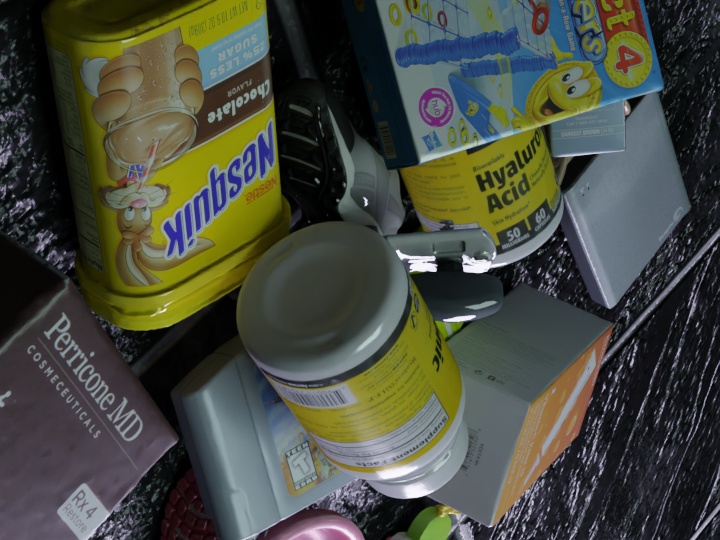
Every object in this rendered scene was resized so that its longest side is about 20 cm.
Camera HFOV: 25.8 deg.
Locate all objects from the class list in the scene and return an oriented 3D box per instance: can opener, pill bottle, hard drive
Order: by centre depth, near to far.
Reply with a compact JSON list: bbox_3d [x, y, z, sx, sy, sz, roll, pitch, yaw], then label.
[{"bbox_3d":[0.005,0.068,1.034,0.111,0.111,0.200,-49,142,-16],"label":"pill bottle"},{"bbox_3d":[0.000,0.000,1.095,0.053,0.198,0.067,83,7,-55],"label":"can opener"},{"bbox_3d":[0.073,-0.108,1.152,0.111,0.111,0.201,-43,129,-23],"label":"pill bottle"},{"bbox_3d":[0.244,-0.071,1.472,0.140,0.033,0.200,-51,144,-14],"label":"hard drive"}]

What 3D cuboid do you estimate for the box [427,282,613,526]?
[{"bbox_3d":[0.127,0.111,1.358,0.200,0.097,0.125,-33,142,-56],"label":"box"}]

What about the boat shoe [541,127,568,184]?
[{"bbox_3d":[0.160,-0.145,1.297,0.065,0.071,0.201,-65,179,-81],"label":"boat shoe"}]

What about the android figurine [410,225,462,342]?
[{"bbox_3d":[0.037,0.044,1.268,0.201,0.041,0.182,-60,155,-19],"label":"android figurine"}]

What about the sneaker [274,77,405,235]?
[{"bbox_3d":[-0.015,-0.075,1.122,0.080,0.074,0.200,-57,152,-21],"label":"sneaker"}]

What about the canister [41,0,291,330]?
[{"bbox_3d":[-0.116,-0.084,0.968,0.148,0.086,0.201,-32,135,-34],"label":"canister"}]

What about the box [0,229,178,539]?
[{"bbox_3d":[-0.244,0.086,0.859,0.200,0.164,0.166,-47,143,-18],"label":"box"}]

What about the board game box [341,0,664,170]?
[{"bbox_3d":[0.086,-0.190,1.043,0.195,0.056,0.201,-19,98,-21],"label":"board game box"}]

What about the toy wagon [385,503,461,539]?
[{"bbox_3d":[0.041,0.299,1.479,0.155,0.039,0.201,7,108,-53],"label":"toy wagon"}]

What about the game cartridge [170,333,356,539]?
[{"bbox_3d":[-0.037,0.094,1.128,0.199,0.041,0.134,-25,112,-33],"label":"game cartridge"}]

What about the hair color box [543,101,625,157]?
[{"bbox_3d":[0.163,-0.198,1.181,0.099,0.060,0.201,-89,173,-66],"label":"hair color box"}]

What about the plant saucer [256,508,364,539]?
[{"bbox_3d":[-0.079,0.282,1.305,0.200,0.051,0.202,-30,134,-35],"label":"plant saucer"}]

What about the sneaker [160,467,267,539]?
[{"bbox_3d":[-0.083,0.159,1.187,0.075,0.080,0.201,19,98,-57],"label":"sneaker"}]

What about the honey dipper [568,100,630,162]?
[{"bbox_3d":[0.159,-0.079,1.363,0.200,0.038,0.038,-48,144,-10],"label":"honey dipper"}]
